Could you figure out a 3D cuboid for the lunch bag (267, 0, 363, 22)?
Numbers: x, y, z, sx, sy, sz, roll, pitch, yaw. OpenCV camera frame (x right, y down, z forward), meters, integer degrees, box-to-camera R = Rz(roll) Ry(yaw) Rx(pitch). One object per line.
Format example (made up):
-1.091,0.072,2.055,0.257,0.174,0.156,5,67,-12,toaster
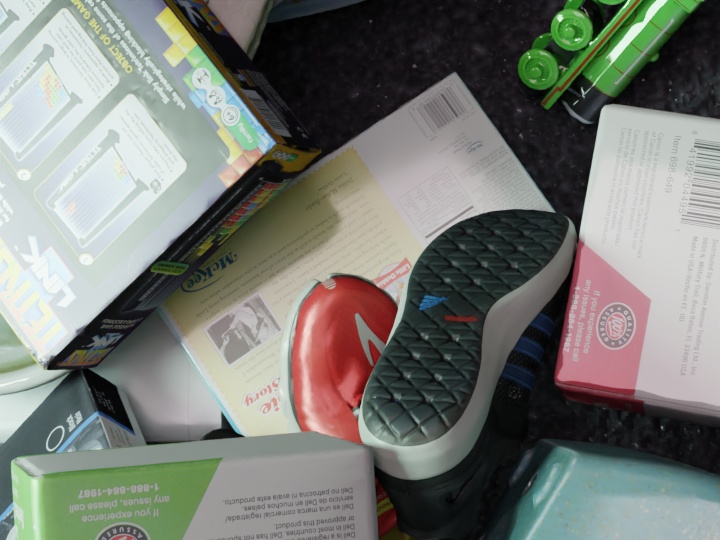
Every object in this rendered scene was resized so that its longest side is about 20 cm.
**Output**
0.002,-0.232,0.892,0.200,0.127,0.170,-16,85,0,lunch bag

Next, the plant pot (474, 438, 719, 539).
0.136,0.175,0.746,0.200,0.196,0.197,32,87,-2,plant pot

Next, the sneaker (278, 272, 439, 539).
0.012,0.099,0.826,0.077,0.085,0.201,-9,94,-16,sneaker

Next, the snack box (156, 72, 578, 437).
0.000,0.000,0.897,0.200,0.037,0.116,-33,79,-3,snack box

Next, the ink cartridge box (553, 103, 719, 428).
0.208,0.009,0.845,0.199,0.085,0.146,10,82,14,ink cartridge box

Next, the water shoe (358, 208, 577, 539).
0.051,0.044,0.812,0.071,0.200,0.079,7,126,25,water shoe

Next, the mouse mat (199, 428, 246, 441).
-0.055,0.199,0.852,0.161,0.008,0.200,31,78,-15,mouse mat

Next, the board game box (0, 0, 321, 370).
-0.143,-0.079,0.842,0.165,0.057,0.200,-42,76,17,board game box

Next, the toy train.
0.154,-0.152,0.868,0.056,0.042,0.200,39,121,0,toy train

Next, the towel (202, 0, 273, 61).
-0.109,-0.204,0.865,0.192,0.035,0.200,31,114,20,towel

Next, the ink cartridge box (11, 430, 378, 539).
-0.068,0.176,0.733,0.145,0.084,0.201,-3,90,-18,ink cartridge box

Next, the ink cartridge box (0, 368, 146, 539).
-0.186,0.150,0.879,0.200,0.039,0.099,-48,36,9,ink cartridge box

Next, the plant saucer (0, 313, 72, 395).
-0.188,-0.033,0.914,0.200,0.050,0.201,-2,85,17,plant saucer

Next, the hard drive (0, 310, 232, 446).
-0.168,0.030,0.945,0.199,0.026,0.132,-2,79,10,hard drive
